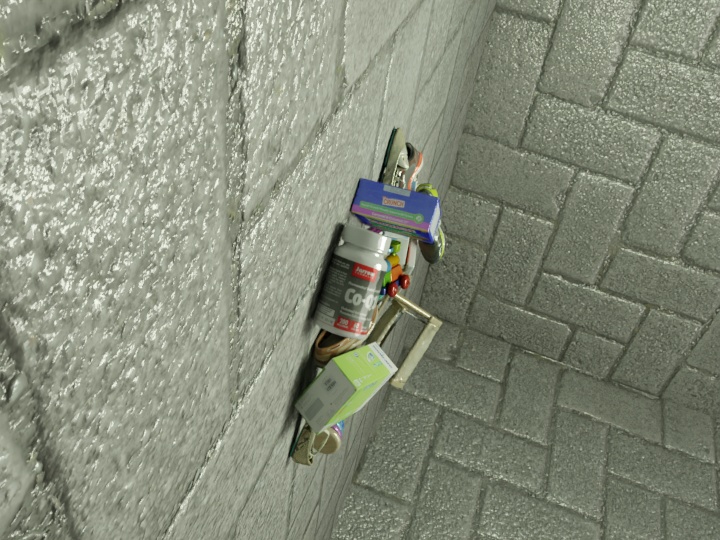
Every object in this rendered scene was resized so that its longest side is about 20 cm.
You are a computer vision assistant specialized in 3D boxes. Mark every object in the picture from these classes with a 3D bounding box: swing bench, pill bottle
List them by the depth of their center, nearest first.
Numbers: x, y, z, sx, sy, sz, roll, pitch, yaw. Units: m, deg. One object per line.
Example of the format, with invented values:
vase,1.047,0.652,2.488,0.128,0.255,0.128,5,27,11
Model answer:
pill bottle,-0.013,0.020,1.308,0.114,0.111,0.205,-6,113,-80
swing bench,0.088,0.171,1.726,0.201,0.198,0.130,-58,-168,3

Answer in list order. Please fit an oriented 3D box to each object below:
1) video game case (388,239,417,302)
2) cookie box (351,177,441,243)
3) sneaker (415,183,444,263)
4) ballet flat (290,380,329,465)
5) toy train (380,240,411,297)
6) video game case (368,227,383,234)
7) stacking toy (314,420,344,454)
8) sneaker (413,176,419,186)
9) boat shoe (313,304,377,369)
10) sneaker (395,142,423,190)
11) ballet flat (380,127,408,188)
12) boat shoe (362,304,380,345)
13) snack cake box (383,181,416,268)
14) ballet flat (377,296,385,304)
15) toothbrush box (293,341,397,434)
video game case,0.119,-0.042,1.826,0.183,0.022,0.204,115,-12,-54
cookie box,0.081,-0.123,1.430,0.200,0.167,0.077,30,76,-80
sneaker,0.164,-0.111,1.698,0.081,0.072,0.205,-45,126,-61
ballet flat,-0.102,0.347,1.514,0.068,0.074,0.205,-36,143,-73
toy train,0.078,-0.019,1.586,0.199,0.083,0.119,-27,122,-59
video game case,0.000,0.000,1.587,0.200,0.035,0.185,-42,149,-73
stacking toy,-0.070,0.388,1.790,0.201,0.083,0.087,-65,170,-57
sneaker,0.141,-0.225,1.840,0.203,0.088,0.076,99,14,-47
boat shoe,-0.029,0.125,1.451,0.201,0.075,0.073,-50,150,-30
sneaker,0.089,-0.227,1.662,0.082,0.076,0.204,45,59,-50
ballet flat,0.082,-0.227,1.569,0.067,0.061,0.205,-30,137,-77
boat shoe,0.014,0.144,1.876,0.202,0.068,0.067,-74,173,-45
snack cake box,0.097,-0.123,1.732,0.116,0.065,0.203,98,2,-52
ballet flat,0.043,0.058,1.864,0.201,0.071,0.074,-63,167,-56
toothbrush box,-0.028,0.247,1.436,0.146,0.086,0.199,-50,161,23
